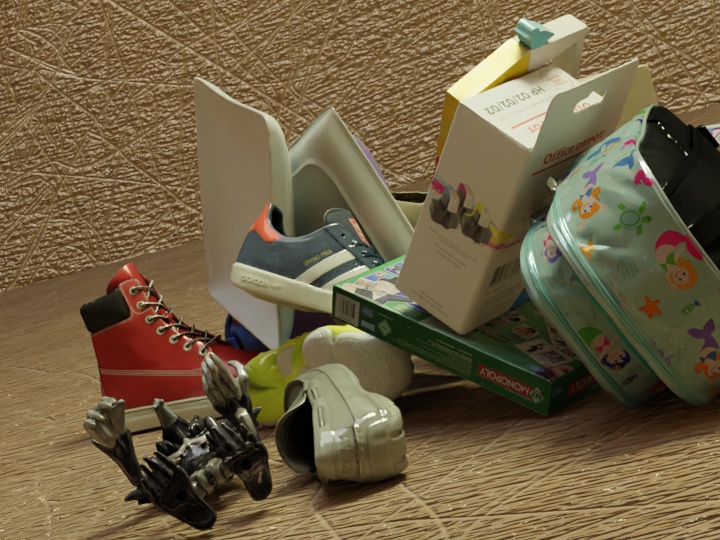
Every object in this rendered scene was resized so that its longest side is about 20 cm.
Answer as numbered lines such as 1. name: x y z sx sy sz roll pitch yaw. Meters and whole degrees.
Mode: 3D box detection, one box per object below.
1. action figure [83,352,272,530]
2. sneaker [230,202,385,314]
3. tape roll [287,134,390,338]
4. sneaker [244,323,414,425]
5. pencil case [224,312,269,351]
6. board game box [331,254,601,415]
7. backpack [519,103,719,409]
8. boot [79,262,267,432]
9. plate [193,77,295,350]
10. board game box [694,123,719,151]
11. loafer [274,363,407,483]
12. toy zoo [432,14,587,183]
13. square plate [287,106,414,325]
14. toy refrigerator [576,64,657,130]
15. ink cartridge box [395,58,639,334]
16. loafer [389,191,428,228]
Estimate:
1. action figure: -0.119 0.115 1.420 0.119 0.102 0.200 -29 10 -10
2. sneaker: 0.000 0.000 1.596 0.199 0.085 0.075 17 -6 12
3. tape roll: -0.026 -0.019 1.888 0.085 0.201 0.200 -14 7 19
4. sneaker: -0.007 0.071 1.622 0.105 0.076 0.200 -21 7 -40
5. pencil case: -0.073 0.046 1.989 0.087 0.078 0.200 -26 4 16
6. board game box: 0.097 0.036 1.485 0.199 0.029 0.134 24 31 36
7. backpack: 0.192 -0.002 1.320 0.150 0.178 0.200 -37 6 13
8. boot: -0.151 0.057 1.803 0.199 0.145 0.072 -12 6 24
9. plate: -0.093 -0.051 1.737 0.032 0.201 0.200 -8 17 -20
10. board game box: 0.298 -0.053 1.657 0.034 0.135 0.200 -43 16 -21
11. loafer: -0.027 0.105 1.406 0.069 0.070 0.200 -9 5 -15
12. toy zoo: 0.104 -0.100 1.479 0.131 0.201 0.020 -34 58 -31
13. square plate: -0.010 -0.018 1.694 0.028 0.200 0.198 -32 -1 -24
14. toy refrigerator: 0.195 -0.049 1.574 0.076 0.201 0.070 -17 6 -20
15. ink cartridge box: 0.108 -0.066 1.424 0.068 0.201 0.115 36 37 24
16. loafer: 0.092 -0.051 1.705 0.199 0.068 0.076 -14 5 28
